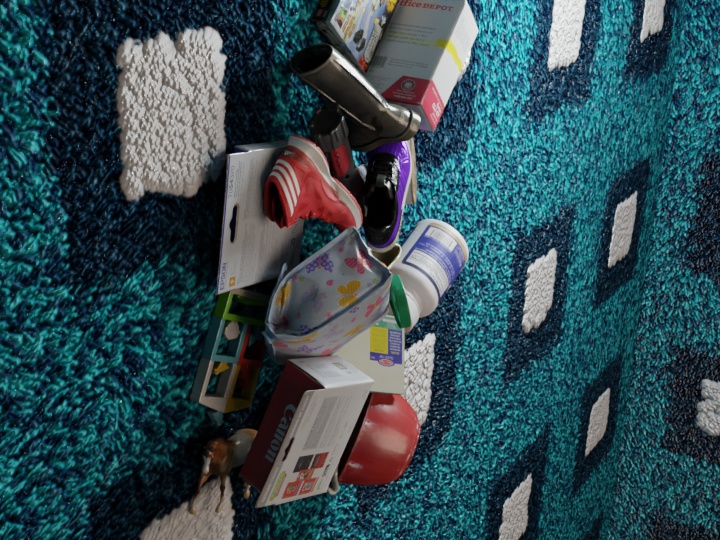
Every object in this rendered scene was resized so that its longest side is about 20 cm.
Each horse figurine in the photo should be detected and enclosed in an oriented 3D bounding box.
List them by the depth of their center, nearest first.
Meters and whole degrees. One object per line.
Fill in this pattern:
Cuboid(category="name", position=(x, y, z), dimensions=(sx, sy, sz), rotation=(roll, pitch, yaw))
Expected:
Cuboid(category="horse figurine", position=(-0.188, 0.290, 1.516), dimensions=(0.199, 0.050, 0.134), rotation=(-13, 120, -55))

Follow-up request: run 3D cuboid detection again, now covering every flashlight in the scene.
Cuboid(category="flashlight", position=(-0.037, -0.162, 1.515), dimensions=(0.067, 0.068, 0.200), rotation=(-22, 152, -1))

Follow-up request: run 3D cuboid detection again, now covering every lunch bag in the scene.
Cuboid(category="lunch bag", position=(-0.061, 0.051, 1.492), dimensions=(0.199, 0.127, 0.170), rotation=(-37, 163, -12))

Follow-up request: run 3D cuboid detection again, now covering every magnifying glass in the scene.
Cuboid(category="magnifying glass", position=(0.049, 0.029, 1.558), dimensions=(0.200, 0.022, 0.080), rotation=(-121, -162, -70))

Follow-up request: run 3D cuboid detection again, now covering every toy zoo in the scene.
Cuboid(category="toy zoo", position=(-0.186, 0.127, 1.473), dimensions=(0.131, 0.020, 0.202), rotation=(17, 88, -61))

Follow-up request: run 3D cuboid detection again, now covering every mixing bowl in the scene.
Cuboid(category="mixing bowl", position=(0.038, 0.295, 1.754), dimensions=(0.200, 0.107, 0.202), rotation=(-157, -90, -87))

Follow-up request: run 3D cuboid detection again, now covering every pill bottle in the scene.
Cuboid(category="pill bottle", position=(0.101, 0.013, 1.813), dimensions=(0.200, 0.119, 0.120), rotation=(-52, 143, -34))

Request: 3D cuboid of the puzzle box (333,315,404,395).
Cuboid(category="puzzle box", position=(-0.006, 0.133, 1.660), dimensions=(0.199, 0.025, 0.135), rotation=(12, 72, -39))

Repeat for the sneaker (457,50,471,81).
Cuboid(category="sneaker", position=(0.123, -0.358, 1.732), dimensions=(0.201, 0.074, 0.116), rotation=(-65, 146, -16))

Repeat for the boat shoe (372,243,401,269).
Cuboid(category="boat shoe", position=(0.000, 0.000, 1.670), dimensions=(0.200, 0.062, 0.072), rotation=(-31, 98, -54))

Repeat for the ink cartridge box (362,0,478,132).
Cuboid(category="ink cartridge box", position=(0.083, -0.336, 1.597), dimensions=(0.201, 0.144, 0.083), rotation=(-65, 150, -16))

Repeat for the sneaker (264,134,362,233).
Cuboid(category="sneaker", position=(-0.078, -0.090, 1.443), dimensions=(0.116, 0.078, 0.200), rotation=(-54, 134, -18))

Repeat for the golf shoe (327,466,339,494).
Cuboid(category="golf shoe", position=(-0.066, 0.277, 1.664), dimensions=(0.077, 0.088, 0.202), rotation=(-22, 124, -22))

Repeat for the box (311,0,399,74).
Cuboid(category="box", position=(0.005, -0.422, 1.533), dimensions=(0.137, 0.040, 0.202), rotation=(46, 63, -55))

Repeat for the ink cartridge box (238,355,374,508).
Cuboid(category="ink cartridge box", position=(-0.091, 0.234, 1.479), dimensions=(0.175, 0.084, 0.202), rotation=(3, 114, -57))

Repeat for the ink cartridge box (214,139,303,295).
Cuboid(category="ink cartridge box", position=(-0.147, -0.080, 1.423), dimensions=(0.199, 0.043, 0.198), rotation=(-16, 118, -56))

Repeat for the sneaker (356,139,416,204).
Cuboid(category="sneaker", position=(0.039, -0.172, 1.689), dimensions=(0.201, 0.107, 0.071), rotation=(-86, 168, -56))

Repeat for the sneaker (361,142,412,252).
Cuboid(category="sneaker", position=(0.038, -0.135, 1.553), dimensions=(0.100, 0.069, 0.202), rotation=(48, 45, -76))

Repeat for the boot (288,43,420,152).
Cuboid(category="boot", position=(-0.029, -0.254, 1.492), dimensions=(0.199, 0.181, 0.073), rotation=(23, 71, -35))
